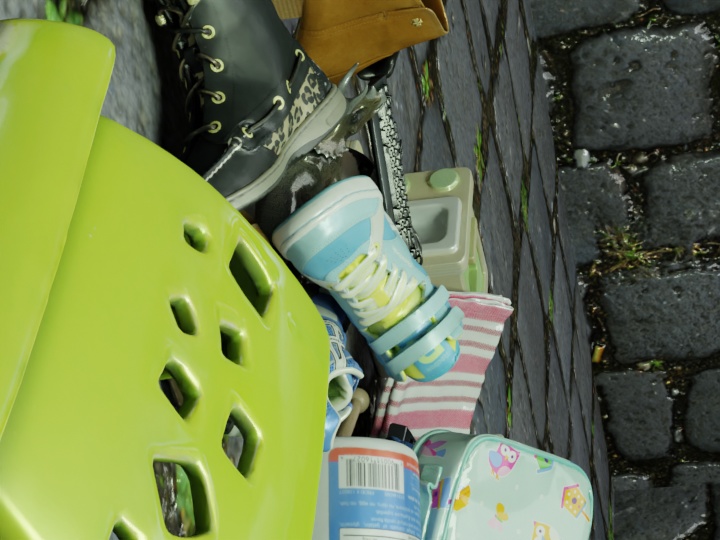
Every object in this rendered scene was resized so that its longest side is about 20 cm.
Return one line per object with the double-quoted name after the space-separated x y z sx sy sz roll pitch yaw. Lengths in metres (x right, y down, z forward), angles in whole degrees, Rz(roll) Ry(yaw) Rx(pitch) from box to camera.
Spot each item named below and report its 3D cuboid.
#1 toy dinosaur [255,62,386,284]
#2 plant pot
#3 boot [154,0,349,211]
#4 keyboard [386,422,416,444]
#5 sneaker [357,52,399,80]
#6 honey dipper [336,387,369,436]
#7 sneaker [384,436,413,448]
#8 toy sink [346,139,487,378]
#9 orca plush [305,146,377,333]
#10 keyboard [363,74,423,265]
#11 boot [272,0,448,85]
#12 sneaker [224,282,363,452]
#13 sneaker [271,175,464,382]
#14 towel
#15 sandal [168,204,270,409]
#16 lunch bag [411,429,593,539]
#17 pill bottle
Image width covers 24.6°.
-0.052 -0.051 1.211 0.201 0.077 0.102 -59 151 -15 "toy dinosaur"
-0.138 0.046 0.504 0.200 0.199 0.182 -83 154 -44 "plant pot"
-0.100 -0.117 1.020 0.204 0.073 0.154 -46 112 -47 "boot"
0.026 0.230 1.363 0.104 0.039 0.201 52 47 -60 "keyboard"
-0.003 -0.244 1.482 0.201 0.070 0.098 66 19 -57 "sneaker"
-0.017 0.137 1.340 0.200 0.038 0.038 -69 150 -71 "honey dipper"
-0.001 0.217 1.272 0.078 0.066 0.200 42 57 -14 "sneaker"
0.055 -0.016 1.539 0.131 0.111 0.201 -83 162 -45 "toy sink"
0.000 0.000 1.293 0.105 0.071 0.201 121 -20 -46 "orca plush"
0.030 -0.054 1.307 0.127 0.020 0.201 -72 154 -75 "keyboard"
0.001 -0.176 1.306 0.202 0.143 0.071 69 21 -50 "boot"
-0.037 0.071 1.128 0.200 0.077 0.076 -61 171 -65 "sneaker"
0.016 0.013 1.121 0.131 0.079 0.200 55 9 14 "sneaker"
0.065 0.116 1.463 0.146 0.030 0.201 1 107 -55 "towel"
-0.083 0.006 1.054 0.201 0.054 0.082 -82 161 -46 "sandal"
0.087 0.219 1.236 0.160 0.077 0.201 21 77 -34 "lunch bag"
-0.011 0.224 1.142 0.112 0.112 0.201 53 34 -66 "pill bottle"
